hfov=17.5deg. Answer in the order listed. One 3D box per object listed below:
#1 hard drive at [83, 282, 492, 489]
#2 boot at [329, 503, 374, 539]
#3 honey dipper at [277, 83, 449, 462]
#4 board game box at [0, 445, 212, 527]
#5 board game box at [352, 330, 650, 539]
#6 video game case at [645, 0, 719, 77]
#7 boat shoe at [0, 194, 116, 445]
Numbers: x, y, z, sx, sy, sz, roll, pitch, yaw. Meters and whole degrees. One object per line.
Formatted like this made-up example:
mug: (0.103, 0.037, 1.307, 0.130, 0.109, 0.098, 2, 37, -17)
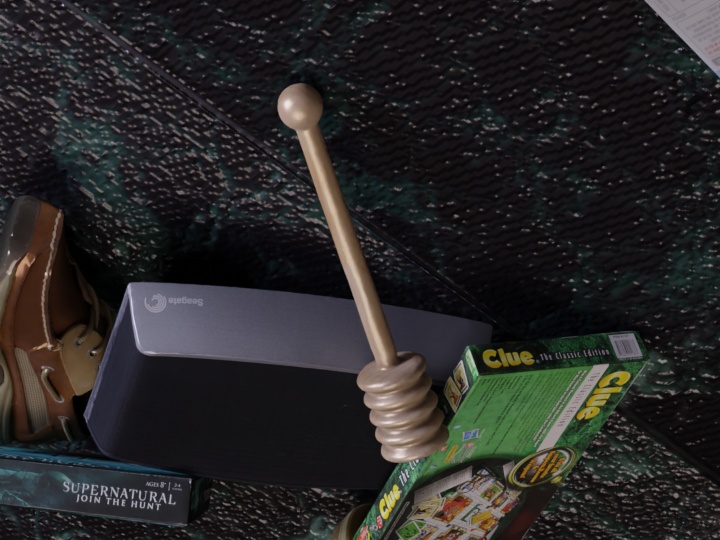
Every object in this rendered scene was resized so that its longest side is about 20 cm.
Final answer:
hard drive: (-0.039, 0.066, 1.247, 0.198, 0.043, 0.135, 7, 141, -16)
boot: (0.016, 0.228, 1.425, 0.154, 0.072, 0.200, -24, 126, 39)
honey dipper: (0.000, 0.000, 1.163, 0.038, 0.038, 0.202, -8, 112, 25)
board game box: (-0.187, 0.116, 1.324, 0.198, 0.028, 0.135, 7, 178, 1)
board game box: (0.072, 0.101, 1.268, 0.104, 0.024, 0.201, -2, 144, -24)
video game case: (0.245, -0.118, 1.007, 0.199, 0.024, 0.182, -28, 124, 37)
boat shoe: (-0.166, 0.031, 1.268, 0.073, 0.076, 0.201, 11, 147, -3)
